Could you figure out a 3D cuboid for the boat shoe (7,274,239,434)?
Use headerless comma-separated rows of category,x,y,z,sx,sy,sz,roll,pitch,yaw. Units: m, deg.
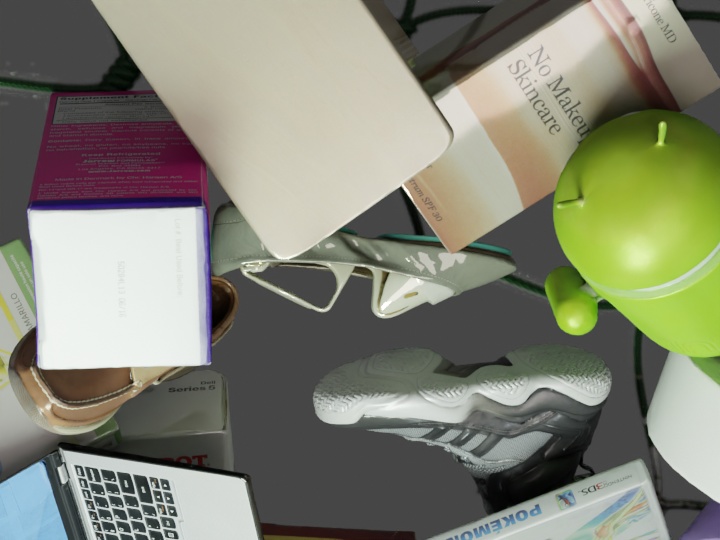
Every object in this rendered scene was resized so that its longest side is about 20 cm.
boat shoe,-0.143,0.041,1.172,0.072,0.200,0.076,-37,89,29

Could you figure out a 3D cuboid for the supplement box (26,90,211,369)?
supplement box,-0.140,-0.030,1.133,0.103,0.200,0.101,-1,114,-3

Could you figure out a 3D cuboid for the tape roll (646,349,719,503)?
tape roll,0.292,0.099,1.230,0.202,0.202,0.071,12,113,-10

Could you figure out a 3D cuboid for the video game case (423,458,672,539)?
video game case,0.124,0.203,1.302,0.182,0.022,0.200,-22,150,5

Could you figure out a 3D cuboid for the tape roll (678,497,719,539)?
tape roll,0.308,0.235,1.296,0.085,0.200,0.200,-44,120,-34

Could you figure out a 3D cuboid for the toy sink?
toy sink,-0.045,-0.126,1.123,0.130,0.112,0.200,-35,94,11

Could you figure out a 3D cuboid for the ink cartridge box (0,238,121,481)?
ink cartridge box,-0.271,0.089,1.194,0.200,0.048,0.146,-27,77,-11

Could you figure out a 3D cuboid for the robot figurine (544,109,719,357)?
robot figurine,0.192,-0.021,1.141,0.175,0.116,0.200,-40,141,10

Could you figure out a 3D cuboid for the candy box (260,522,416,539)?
candy box,-0.027,0.282,1.367,0.117,0.056,0.200,5,113,-8

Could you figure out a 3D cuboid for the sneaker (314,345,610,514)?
sneaker,0.070,0.116,1.278,0.200,0.075,0.114,-3,112,-6

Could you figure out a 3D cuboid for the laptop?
laptop,-0.165,0.214,1.170,0.200,0.116,0.187,7,132,18

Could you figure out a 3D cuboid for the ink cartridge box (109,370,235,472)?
ink cartridge box,-0.156,0.178,1.291,0.145,0.084,0.200,-4,115,-3

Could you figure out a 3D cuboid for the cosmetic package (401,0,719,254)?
cosmetic package,0.110,-0.112,1.179,0.200,0.087,0.103,-34,112,10

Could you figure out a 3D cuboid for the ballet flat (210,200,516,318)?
ballet flat,0.000,0.000,1.230,0.200,0.067,0.064,11,83,-5
